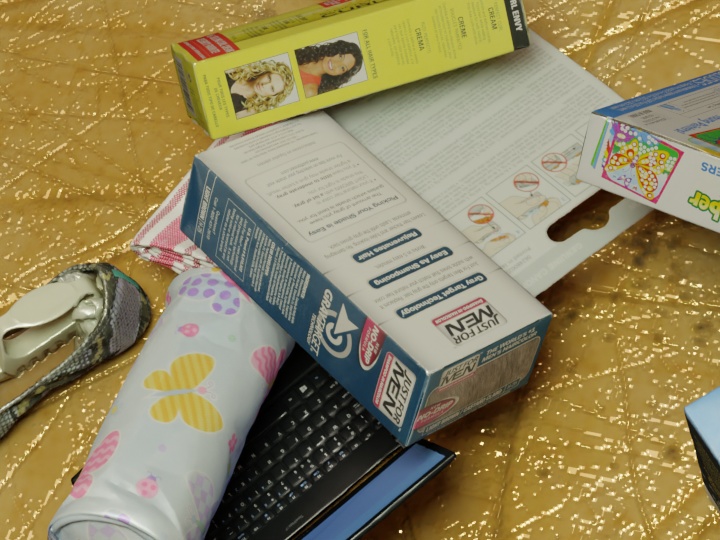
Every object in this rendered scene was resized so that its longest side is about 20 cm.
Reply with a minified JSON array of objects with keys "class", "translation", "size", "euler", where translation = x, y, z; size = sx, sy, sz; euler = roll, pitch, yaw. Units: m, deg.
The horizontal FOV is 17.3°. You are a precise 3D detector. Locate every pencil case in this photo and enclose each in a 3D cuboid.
[{"class":"pencil case","translation":[-0.103,0.093,1.327],"size":[0.083,0.091,0.200],"euler":[19,52,4]}]

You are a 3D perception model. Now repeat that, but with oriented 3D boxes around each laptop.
[{"class":"laptop","translation":[-0.061,0.113,1.346],"size":[0.177,0.103,0.200],"euler":[-39,59,-7]}]

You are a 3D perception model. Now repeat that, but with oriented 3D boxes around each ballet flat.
[{"class":"ballet flat","translation":[-0.222,0.058,1.444],"size":[0.200,0.072,0.072],"euler":[-35,59,-4]}]

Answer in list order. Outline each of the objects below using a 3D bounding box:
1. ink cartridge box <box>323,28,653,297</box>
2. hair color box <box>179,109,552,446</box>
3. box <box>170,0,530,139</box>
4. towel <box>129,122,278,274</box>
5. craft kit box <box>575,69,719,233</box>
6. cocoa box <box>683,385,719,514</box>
[{"class":"ink cartridge box","translation":[0.080,-0.064,1.412],"size":[0.160,0.047,0.200],"euler":[-35,59,-25]},{"class":"hair color box","translation":[0.000,0.000,1.325],"size":[0.100,0.061,0.200],"euler":[-24,54,-37]},{"class":"box","translation":[-0.006,-0.132,1.392],"size":[0.199,0.050,0.075],"euler":[-17,18,-10]},{"class":"towel","translation":[-0.022,-0.035,1.438],"size":[0.199,0.030,0.147],"euler":[20,54,24]},{"class":"craft kit box","translation":[0.248,-0.052,1.304],"size":[0.197,0.200,0.049],"euler":[20,111,27]},{"class":"cocoa box","translation":[0.276,0.137,1.219],"size":[0.133,0.131,0.200],"euler":[-31,58,-1]}]
